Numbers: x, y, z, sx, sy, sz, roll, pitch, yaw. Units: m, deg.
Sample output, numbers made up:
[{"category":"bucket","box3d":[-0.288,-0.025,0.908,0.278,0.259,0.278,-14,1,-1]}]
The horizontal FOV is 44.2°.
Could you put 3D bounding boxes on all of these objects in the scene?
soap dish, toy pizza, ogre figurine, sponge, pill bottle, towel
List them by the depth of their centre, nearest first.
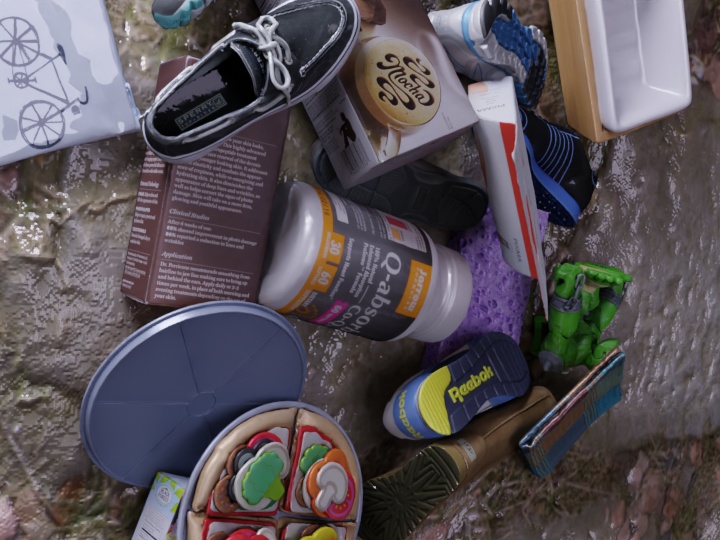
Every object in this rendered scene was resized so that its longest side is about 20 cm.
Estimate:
[{"category":"toy pizza","box3d":[-0.140,0.104,0.757,0.199,0.032,0.201,-18,131,-22]},{"category":"toy pizza","box3d":[-0.067,0.216,0.769,0.200,0.032,0.201,-2,93,-42]},{"category":"pill bottle","box3d":[0.000,0.000,0.814,0.199,0.116,0.117,17,87,-34]},{"category":"sponge","box3d":[0.135,0.022,0.958,0.111,0.030,0.201,13,89,-33]},{"category":"towel","box3d":[0.233,0.160,0.964,0.147,0.022,0.200,-45,156,-4]},{"category":"soap dish","box3d":[0.289,-0.259,0.993,0.157,0.081,0.201,-22,108,-30]},{"category":"ogre figurine","box3d":[0.249,0.052,0.999,0.098,0.200,0.120,18,99,9]}]

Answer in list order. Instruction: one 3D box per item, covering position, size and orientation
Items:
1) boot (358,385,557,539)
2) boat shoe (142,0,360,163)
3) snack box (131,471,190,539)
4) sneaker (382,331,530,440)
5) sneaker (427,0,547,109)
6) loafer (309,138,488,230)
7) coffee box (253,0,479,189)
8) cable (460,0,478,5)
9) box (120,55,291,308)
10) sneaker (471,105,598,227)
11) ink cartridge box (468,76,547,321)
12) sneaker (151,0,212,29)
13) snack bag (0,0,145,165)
[{"category":"boot","box3d":[0.100,0.202,0.924,0.200,0.175,0.066,-16,71,-52]},{"category":"boat shoe","box3d":[-0.079,-0.155,0.669,0.199,0.068,0.074,-32,93,-13]},{"category":"snack box","box3d":[-0.115,0.273,0.802,0.200,0.053,0.143,26,83,-40]},{"category":"sneaker","box3d":[0.099,0.116,0.895,0.200,0.082,0.074,-14,77,-47]},{"category":"sneaker","box3d":[0.128,-0.222,0.900,0.200,0.086,0.075,23,77,-57]},{"category":"loafer","box3d":[0.032,-0.088,0.866,0.199,0.063,0.072,16,111,-31]},{"category":"coffee box","box3d":[0.001,-0.189,0.773,0.113,0.080,0.201,-25,89,-27]},{"category":"cable","box3d":[0.080,-0.312,0.884,0.200,0.050,0.098,30,64,-45]},{"category":"box","box3d":[-0.130,-0.067,0.745,0.100,0.075,0.201,11,92,-34]},{"category":"sneaker","box3d":[0.191,-0.134,0.956,0.200,0.070,0.078,45,68,-36]},{"category":"ink cartridge box","box3d":[0.133,-0.068,0.809,0.200,0.050,0.163,-72,149,-58]},{"category":"sneaker","box3d":[-0.133,-0.292,0.723,0.091,0.078,0.201,28,77,-17]},{"category":"snack bag","box3d":[-0.277,-0.174,0.662,0.199,0.021,0.189,-21,108,-29]}]
